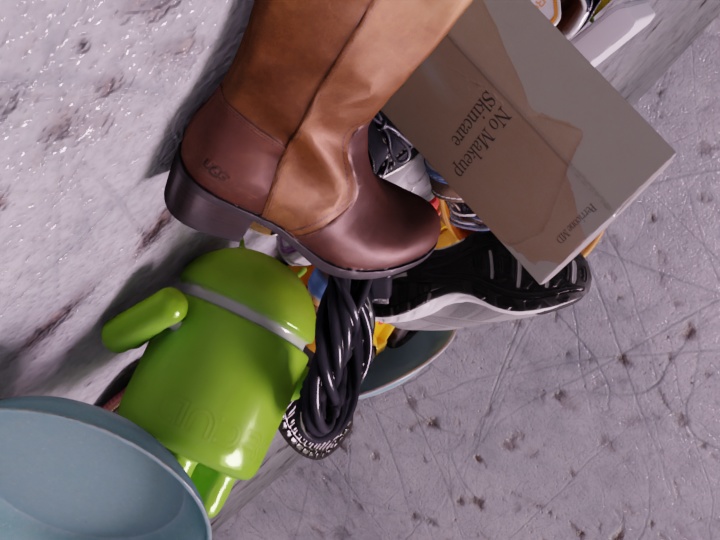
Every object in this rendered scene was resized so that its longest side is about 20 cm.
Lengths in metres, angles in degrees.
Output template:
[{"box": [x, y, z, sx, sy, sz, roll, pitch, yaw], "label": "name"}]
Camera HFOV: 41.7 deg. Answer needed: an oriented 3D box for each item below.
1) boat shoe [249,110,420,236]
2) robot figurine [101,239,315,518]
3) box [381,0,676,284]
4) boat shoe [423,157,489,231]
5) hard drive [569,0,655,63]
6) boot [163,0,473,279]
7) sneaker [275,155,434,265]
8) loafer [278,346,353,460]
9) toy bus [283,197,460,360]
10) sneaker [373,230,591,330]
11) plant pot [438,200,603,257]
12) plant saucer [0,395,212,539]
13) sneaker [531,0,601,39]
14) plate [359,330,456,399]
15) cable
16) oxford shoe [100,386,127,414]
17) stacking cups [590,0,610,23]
[{"box": [0.000, -0.093, 0.646, 0.199, 0.075, 0.062, -36, -170, -17], "label": "boat shoe"}, {"box": [-0.104, 0.074, 0.706, 0.175, 0.114, 0.203, 34, 75, -44], "label": "robot figurine"}, {"box": [0.087, -0.103, 0.592, 0.077, 0.200, 0.095, -36, 169, -34], "label": "box"}, {"box": [0.099, -0.070, 0.743, 0.200, 0.071, 0.074, -32, 128, -63], "label": "boat shoe"}, {"box": [0.197, -0.191, 0.847, 0.131, 0.027, 0.200, -38, 179, 27], "label": "hard drive"}, {"box": [0.006, -0.090, 0.520, 0.201, 0.185, 0.069, -52, -150, 40], "label": "boot"}, {"box": [0.019, -0.063, 0.784, 0.199, 0.075, 0.100, -41, 142, -11], "label": "sneaker"}, {"box": [-0.074, 0.086, 0.845, 0.073, 0.201, 0.071, -40, -150, -13], "label": "loafer"}, {"box": [0.000, 0.000, 0.901, 0.199, 0.136, 0.193, -36, 165, -32], "label": "toy bus"}, {"box": [0.097, 0.012, 0.797, 0.196, 0.075, 0.079, -6, 158, 24], "label": "sneaker"}, {"box": [0.174, -0.095, 1.115, 0.200, 0.201, 0.183, -43, -174, -1], "label": "plant pot"}, {"box": [-0.189, 0.143, 0.618, 0.201, 0.198, 0.036, -51, -160, 38], "label": "plant saucer"}, {"box": [0.156, -0.224, 0.752, 0.199, 0.079, 0.079, -36, 168, -48], "label": "sneaker"}, {"box": [0.013, 0.090, 1.009, 0.197, 0.026, 0.201, -19, -159, 7], "label": "plate"}, {"box": [-0.017, 0.042, 0.688, 0.200, 0.050, 0.166, 81, 27, -75], "label": "cable"}, {"box": [-0.212, 0.163, 0.868, 0.070, 0.075, 0.201, -31, 164, -50], "label": "oxford shoe"}, {"box": [0.153, -0.213, 0.883, 0.199, 0.061, 0.060, -42, 172, 16], "label": "stacking cups"}]
